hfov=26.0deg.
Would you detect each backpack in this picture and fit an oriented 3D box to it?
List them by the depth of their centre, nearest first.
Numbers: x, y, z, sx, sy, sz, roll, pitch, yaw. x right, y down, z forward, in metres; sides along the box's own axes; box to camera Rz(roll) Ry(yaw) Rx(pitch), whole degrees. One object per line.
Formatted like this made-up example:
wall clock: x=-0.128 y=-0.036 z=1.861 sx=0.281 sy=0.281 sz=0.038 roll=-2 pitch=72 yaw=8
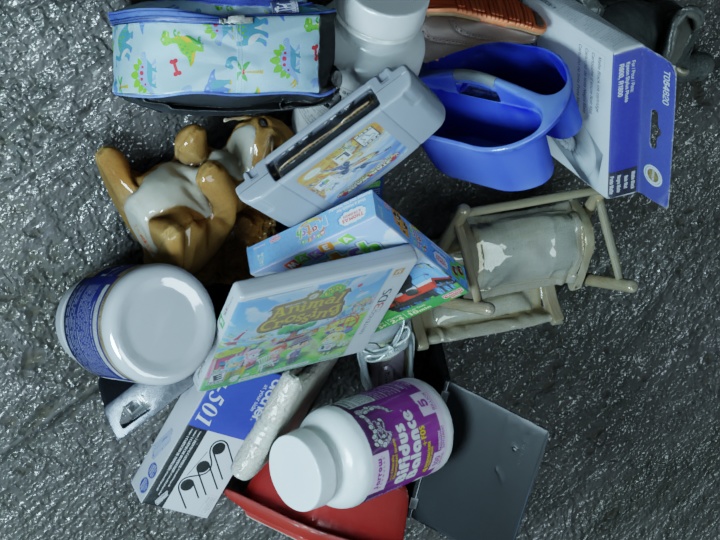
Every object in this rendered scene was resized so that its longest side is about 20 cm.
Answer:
backpack: x=-0.136 y=-0.221 z=1.465 sx=0.198 sy=0.183 sz=0.149 roll=-6 pitch=98 yaw=-21

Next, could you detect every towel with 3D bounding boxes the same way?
towel: x=-0.081 y=0.148 z=1.722 sx=0.034 sy=0.200 sz=0.133 roll=30 pitch=104 yaw=6

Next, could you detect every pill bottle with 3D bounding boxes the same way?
pill bottle: x=0.003 y=-0.207 z=1.542 sx=0.113 sy=0.115 sz=0.201 roll=-9 pitch=144 yaw=-22
pill bottle: x=-0.230 y=0.053 z=1.548 sx=0.114 sy=0.199 sz=0.117 roll=1 pitch=89 yaw=-28
pill bottle: x=0.000 y=0.193 z=1.692 sx=0.199 sy=0.112 sz=0.113 roll=-16 pitch=127 yaw=-43

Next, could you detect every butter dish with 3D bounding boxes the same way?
butter dish: x=-0.029 y=0.248 z=1.817 sx=0.198 sy=0.199 sz=0.149 roll=26 pitch=81 yaw=-36

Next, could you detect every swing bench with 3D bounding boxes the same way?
swing bench: x=0.171 y=-0.003 z=1.765 sx=0.197 sy=0.200 sz=0.131 roll=-10 pitch=80 yaw=-24

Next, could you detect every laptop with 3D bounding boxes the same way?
laptop: x=0.126 y=0.204 z=1.821 sx=0.114 sy=0.201 sz=0.189 roll=11 pitch=115 yaw=-10

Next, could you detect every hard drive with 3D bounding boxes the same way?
hard drive: x=-0.193 y=0.087 z=1.648 sx=0.199 sy=0.135 sz=0.042 roll=-38 pitch=109 yaw=-2

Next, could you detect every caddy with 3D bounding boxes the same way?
caddy: x=0.135 y=-0.172 z=1.624 sx=0.142 sy=0.199 sz=0.105 roll=-57 pitch=141 yaw=-20

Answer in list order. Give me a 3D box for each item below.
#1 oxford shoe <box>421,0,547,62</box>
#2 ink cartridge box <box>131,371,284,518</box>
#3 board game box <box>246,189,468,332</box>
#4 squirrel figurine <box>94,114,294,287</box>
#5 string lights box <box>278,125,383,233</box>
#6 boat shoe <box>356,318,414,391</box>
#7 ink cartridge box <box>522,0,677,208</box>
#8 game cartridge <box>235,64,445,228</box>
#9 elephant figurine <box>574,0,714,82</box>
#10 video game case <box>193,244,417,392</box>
oxford shoe: x=0.093 y=-0.254 z=1.616 sx=0.197 sy=0.072 sz=0.074 roll=8 pitch=124 yaw=-6
ink cartridge box: x=-0.171 y=0.181 z=1.767 sx=0.093 sy=0.044 sz=0.201 roll=20 pitch=108 yaw=-36
board game box: x=0.000 y=0.000 z=1.598 sx=0.150 sy=0.037 sz=0.200 roll=-24 pitch=146 yaw=22
squirrel figurine: x=-0.143 y=-0.071 z=1.596 sx=0.186 sy=0.141 sz=0.201 roll=-34 pitch=143 yaw=-18
string lights box: x=-0.033 y=-0.058 z=1.686 sx=0.102 sy=0.059 sz=0.202 roll=-9 pitch=122 yaw=-23
boat shoe: x=0.031 y=0.098 z=1.778 sx=0.074 sy=0.065 sz=0.203 roll=-17 pitch=143 yaw=-12
ink cartridge box: x=0.249 y=-0.178 z=1.653 sx=0.040 sy=0.200 sz=0.201 roll=-30 pitch=138 yaw=-22
game cartridge: x=-0.014 y=-0.114 z=1.495 sx=0.199 sy=0.042 sz=0.133 roll=-36 pitch=156 yaw=11
elephant figurine: x=0.318 y=-0.262 z=1.723 sx=0.199 sy=0.155 sz=0.142 roll=-31 pitch=86 yaw=-21
video game case: x=-0.057 y=0.049 z=1.554 sx=0.198 sy=0.022 sz=0.183 roll=-12 pitch=152 yaw=-28
